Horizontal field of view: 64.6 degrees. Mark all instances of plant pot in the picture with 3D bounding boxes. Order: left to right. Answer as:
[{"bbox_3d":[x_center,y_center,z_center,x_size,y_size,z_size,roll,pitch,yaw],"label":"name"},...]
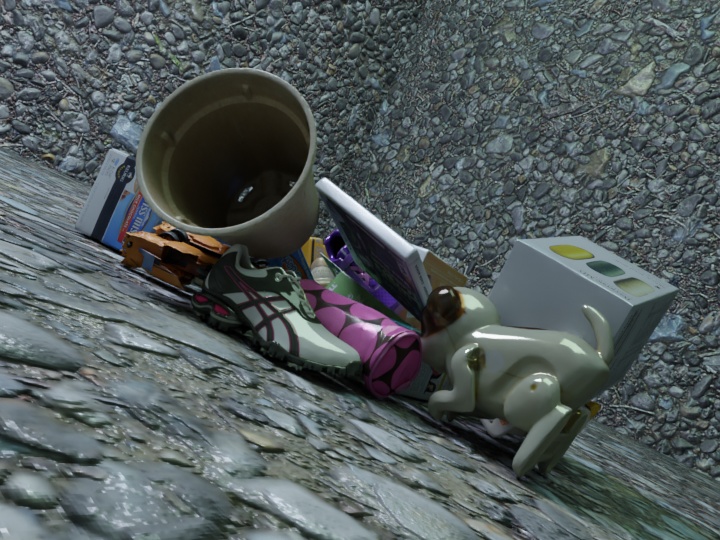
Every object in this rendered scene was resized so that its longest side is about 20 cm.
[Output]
[{"bbox_3d":[-0.132,-0.102,0.689,0.200,0.201,0.184,24,-13,15],"label":"plant pot"}]

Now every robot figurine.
[{"bbox_3d":[-0.194,-0.001,0.738,0.200,0.058,0.145,25,16,3],"label":"robot figurine"}]

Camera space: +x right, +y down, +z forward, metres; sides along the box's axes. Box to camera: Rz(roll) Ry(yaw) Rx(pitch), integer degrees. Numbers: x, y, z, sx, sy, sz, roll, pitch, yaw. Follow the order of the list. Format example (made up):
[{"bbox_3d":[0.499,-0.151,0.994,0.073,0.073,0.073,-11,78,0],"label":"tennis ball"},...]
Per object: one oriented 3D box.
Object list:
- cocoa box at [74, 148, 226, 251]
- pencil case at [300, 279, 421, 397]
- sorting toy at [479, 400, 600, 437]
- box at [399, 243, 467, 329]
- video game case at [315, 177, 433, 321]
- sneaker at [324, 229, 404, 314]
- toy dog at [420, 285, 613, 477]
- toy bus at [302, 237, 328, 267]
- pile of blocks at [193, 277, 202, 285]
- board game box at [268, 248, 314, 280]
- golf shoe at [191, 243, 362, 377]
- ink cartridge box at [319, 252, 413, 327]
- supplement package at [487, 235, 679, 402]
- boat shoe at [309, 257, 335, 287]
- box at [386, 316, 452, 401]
[{"bbox_3d":[-0.303,-0.080,0.890,0.131,0.133,0.200,25,-1,19],"label":"cocoa box"},{"bbox_3d":[-0.019,0.078,0.666,0.091,0.094,0.200,-23,32,-33],"label":"pencil case"},{"bbox_3d":[0.225,0.144,0.804,0.200,0.107,0.180,26,27,-46],"label":"sorting toy"},{"bbox_3d":[0.078,0.063,1.018,0.106,0.200,0.152,23,-2,41],"label":"box"},{"bbox_3d":[0.028,-0.017,0.770,0.200,0.023,0.182,42,-13,39],"label":"video game case"},{"bbox_3d":[0.000,0.000,0.939,0.200,0.080,0.088,49,-1,39],"label":"sneaker"},{"bbox_3d":[0.146,0.095,0.615,0.200,0.194,0.139,35,13,33],"label":"toy dog"},{"bbox_3d":[-0.118,-0.012,1.097,0.078,0.065,0.200,11,-15,-32],"label":"toy bus"},{"bbox_3d":[-0.158,0.025,0.821,0.200,0.062,0.082,24,-2,19],"label":"pile of blocks"},{"bbox_3d":[-0.126,-0.010,0.898,0.152,0.045,0.200,21,-43,62],"label":"board game box"},{"bbox_3d":[-0.080,0.043,0.586,0.200,0.088,0.077,26,-2,16],"label":"golf shoe"},{"bbox_3d":[-0.001,0.068,0.841,0.200,0.059,0.104,38,-11,33],"label":"ink cartridge box"},{"bbox_3d":[0.271,0.057,0.722,0.152,0.151,0.200,37,27,33],"label":"supplement package"},{"bbox_3d":[-0.066,0.039,1.016,0.071,0.065,0.200,0,-22,-8],"label":"boat shoe"},{"bbox_3d":[0.087,0.126,0.757,0.049,0.082,0.200,23,-3,41],"label":"box"}]
